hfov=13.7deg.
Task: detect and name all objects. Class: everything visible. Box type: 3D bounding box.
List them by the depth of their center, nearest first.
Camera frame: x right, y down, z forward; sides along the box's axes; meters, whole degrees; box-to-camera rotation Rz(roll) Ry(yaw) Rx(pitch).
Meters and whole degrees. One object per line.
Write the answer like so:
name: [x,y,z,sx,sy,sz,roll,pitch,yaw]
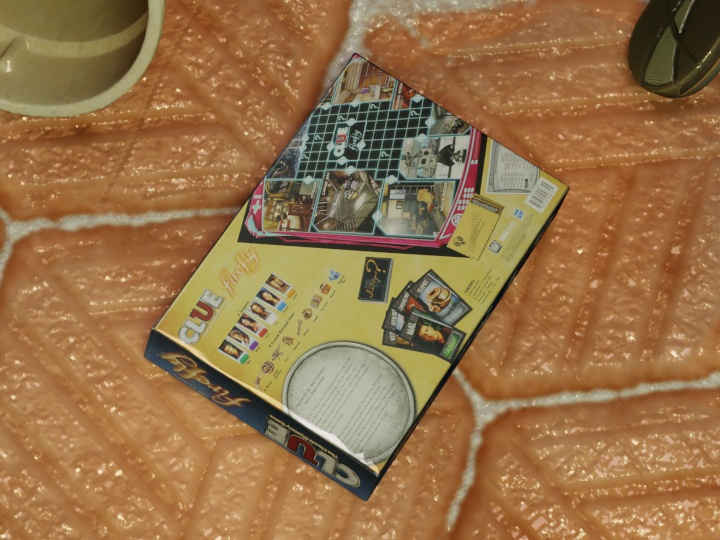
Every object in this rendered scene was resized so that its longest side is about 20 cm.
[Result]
board game box: [0.000,0.000,1.515,0.135,0.035,0.200,33,61,6]
plant pot: [-0.151,-0.214,1.520,0.200,0.201,0.184,29,50,4]
sandal: [0.226,-0.167,1.614,0.200,0.055,0.082,-52,41,-1]
